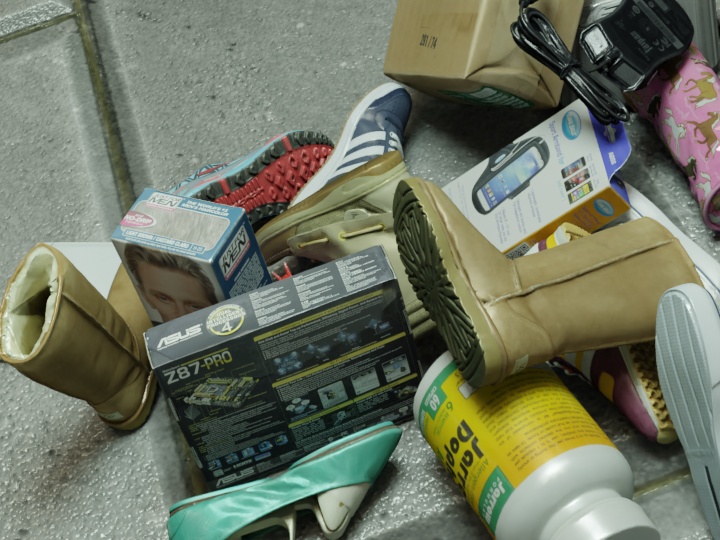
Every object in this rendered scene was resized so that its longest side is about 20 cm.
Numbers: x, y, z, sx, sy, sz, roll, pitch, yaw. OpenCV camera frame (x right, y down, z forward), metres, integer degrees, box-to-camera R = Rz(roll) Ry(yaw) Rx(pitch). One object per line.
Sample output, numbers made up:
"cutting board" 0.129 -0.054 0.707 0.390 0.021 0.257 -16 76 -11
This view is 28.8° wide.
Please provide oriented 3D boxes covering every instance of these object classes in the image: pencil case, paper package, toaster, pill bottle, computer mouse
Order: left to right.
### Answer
"paper package" 0.117 -0.253 1.303 0.103 0.192 0.200 12 3 -24
"pill bottle" 0.129 0.146 1.027 0.112 0.113 0.200 -27 47 -10
"computer mouse" 0.201 -0.205 1.207 0.140 0.046 0.200 44 47 0
"toaster" 0.263 -0.241 1.340 0.198 0.130 0.114 -18 46 -1
"pencil case" 0.303 -0.122 1.244 0.083 0.086 0.201 -37 43 16

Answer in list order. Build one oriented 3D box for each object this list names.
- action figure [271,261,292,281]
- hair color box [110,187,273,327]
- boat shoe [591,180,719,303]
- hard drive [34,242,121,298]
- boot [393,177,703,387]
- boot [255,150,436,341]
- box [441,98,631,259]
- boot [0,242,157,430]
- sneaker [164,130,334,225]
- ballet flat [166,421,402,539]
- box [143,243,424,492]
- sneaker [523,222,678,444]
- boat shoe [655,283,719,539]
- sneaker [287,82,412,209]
"action figure" -0.062 0.035 1.212 0.199 0.066 0.052 28 66 24
"hair color box" -0.121 0.030 1.148 0.099 0.201 0.061 12 52 26
"boat shoe" 0.228 -0.015 1.177 0.065 0.074 0.200 -30 46 -18
"hard drive" -0.232 0.028 1.306 0.198 0.027 0.133 1 48 16
"boot" 0.140 -0.007 1.051 0.199 0.066 0.176 -15 70 -25
"boot" 0.000 0.000 1.204 0.199 0.156 0.073 -26 8 44
"box" 0.151 -0.064 1.212 0.199 0.041 0.120 -31 41 24
"boot" -0.217 0.027 1.152 0.066 0.200 0.177 -3 66 15
"sneaker" -0.115 -0.087 1.335 0.199 0.080 0.095 -26 29 -29
"ballet flat" -0.051 0.185 1.089 0.199 0.067 0.071 -22 70 -4
"box" -0.052 0.082 1.108 0.198 0.162 0.049 -21 45 -3
"sneaker" 0.187 0.064 1.126 0.090 0.075 0.201 -42 55 29
"boat shoe" 0.264 0.104 1.003 0.062 0.202 0.072 -16 5 -20
"sneaker" 0.022 -0.088 1.307 0.108 0.070 0.201 16 61 35
